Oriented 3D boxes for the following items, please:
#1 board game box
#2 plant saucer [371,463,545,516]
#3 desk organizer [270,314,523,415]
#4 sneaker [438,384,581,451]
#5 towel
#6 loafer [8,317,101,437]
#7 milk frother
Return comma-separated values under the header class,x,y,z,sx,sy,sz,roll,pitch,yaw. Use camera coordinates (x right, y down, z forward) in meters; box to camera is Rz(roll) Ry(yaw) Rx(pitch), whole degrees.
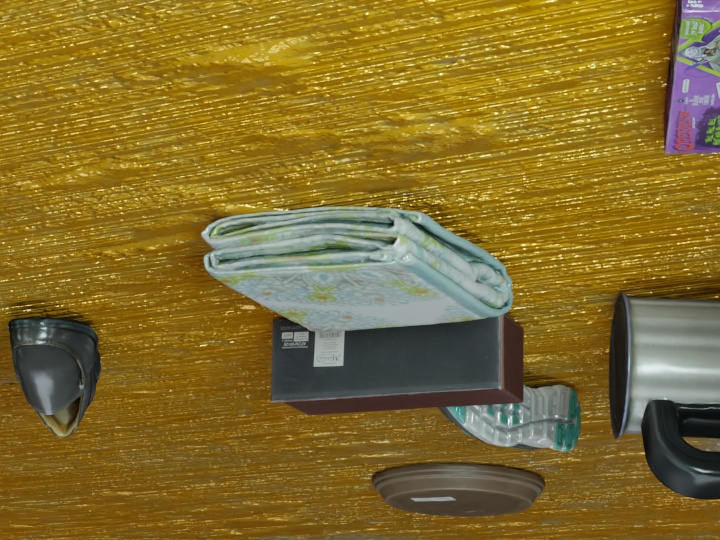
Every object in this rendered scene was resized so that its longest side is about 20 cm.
class,x,y,z,sx,sy,sz,roll,pitch,yaw
board game box,0.231,-0.112,1.129,0.120,0.032,0.200,-4,162,4
plant saucer,0.112,0.255,2.340,0.200,0.030,0.200,2,163,1
desk organizer,0.032,0.077,1.694,0.200,0.072,0.077,-5,164,20
sneaker,0.116,0.130,1.861,0.091,0.078,0.200,-7,160,38
towel,0.000,0.000,1.491,0.171,0.048,0.200,-3,163,26
loafer,-0.261,0.089,1.758,0.073,0.072,0.200,1,162,6
milk frother,0.294,0.056,1.543,0.188,0.181,0.200,1,120,-1
